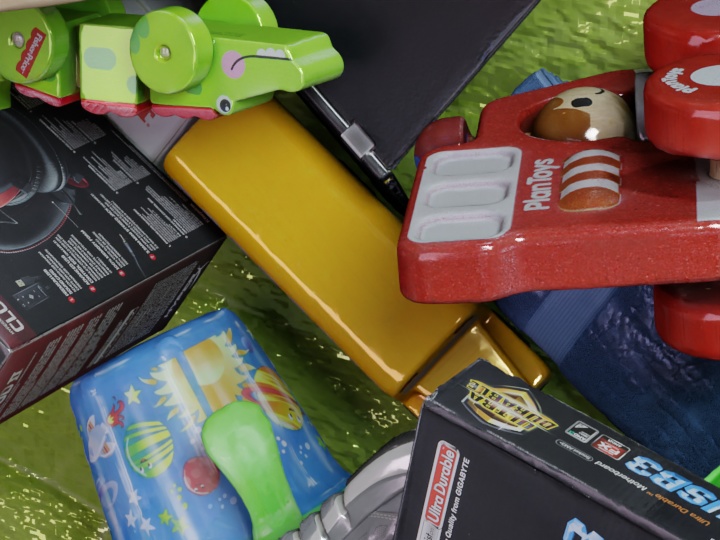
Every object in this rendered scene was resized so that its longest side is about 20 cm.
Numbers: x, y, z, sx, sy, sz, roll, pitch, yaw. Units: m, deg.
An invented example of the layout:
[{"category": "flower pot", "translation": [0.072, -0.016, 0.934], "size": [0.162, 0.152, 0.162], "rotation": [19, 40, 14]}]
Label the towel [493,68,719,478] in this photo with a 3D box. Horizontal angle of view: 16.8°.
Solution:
[{"category": "towel", "translation": [0.123, 0.010, 1.134], "size": [0.200, 0.048, 0.112], "rotation": [46, 126, 13]}]

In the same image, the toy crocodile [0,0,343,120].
[{"category": "toy crocodile", "translation": [-0.102, -0.095, 1.099], "size": [0.199, 0.067, 0.062], "rotation": [7, 107, 25]}]

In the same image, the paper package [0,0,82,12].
[{"category": "paper package", "translation": [-0.167, -0.163, 1.021], "size": [0.190, 0.200, 0.104], "rotation": [-3, 101, 15]}]

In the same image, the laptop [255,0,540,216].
[{"category": "laptop", "translation": [-0.005, -0.143, 1.135], "size": [0.116, 0.200, 0.187], "rotation": [-40, 79, 0]}]

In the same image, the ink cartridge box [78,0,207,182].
[{"category": "ink cartridge box", "translation": [-0.157, -0.079, 1.273], "size": [0.147, 0.083, 0.200], "rotation": [50, 125, 10]}]

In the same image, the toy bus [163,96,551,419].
[{"category": "toy bus", "translation": [0.000, 0.000, 1.167], "size": [0.065, 0.078, 0.200], "rotation": [-45, 79, 1]}]

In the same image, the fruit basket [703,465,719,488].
[{"category": "fruit basket", "translation": [0.244, 0.088, 0.981], "size": [0.155, 0.215, 0.216], "rotation": [40, 123, 17]}]

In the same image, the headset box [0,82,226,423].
[{"category": "headset box", "translation": [-0.181, -0.013, 1.135], "size": [0.149, 0.200, 0.075], "rotation": [43, 123, 10]}]

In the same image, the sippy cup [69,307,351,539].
[{"category": "sippy cup", "translation": [-0.081, 0.094, 1.241], "size": [0.178, 0.140, 0.131], "rotation": [-24, 92, 38]}]

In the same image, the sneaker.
[{"category": "sneaker", "translation": [0.006, 0.166, 1.109], "size": [0.200, 0.075, 0.116], "rotation": [-48, 65, 37]}]

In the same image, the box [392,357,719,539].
[{"category": "box", "translation": [0.098, 0.164, 0.970], "size": [0.198, 0.050, 0.201], "rotation": [29, 126, 24]}]

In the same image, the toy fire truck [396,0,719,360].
[{"category": "toy fire truck", "translation": [0.102, -0.043, 1.019], "size": [0.167, 0.200, 0.113], "rotation": [-2, 115, 7]}]
